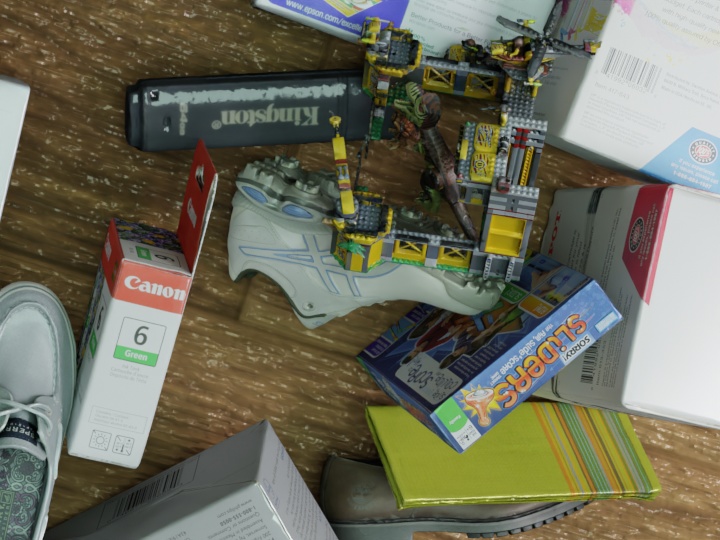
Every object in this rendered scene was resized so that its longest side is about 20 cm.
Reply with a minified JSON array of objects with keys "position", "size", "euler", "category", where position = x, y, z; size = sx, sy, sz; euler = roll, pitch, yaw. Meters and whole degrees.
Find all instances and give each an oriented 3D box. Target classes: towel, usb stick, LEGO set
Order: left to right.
[{"position":[-0.056,-0.107,1.602],"size":[0.200,0.033,0.055],"euler":[-3,128,-12],"category":"usb stick"},{"position":[0.056,-0.092,1.503],"size":[0.154,0.116,0.200],"euler":[16,59,5],"category":"LEGO set"},{"position":[0.104,0.125,1.635],"size":[0.200,0.086,0.018],"euler":[0,135,-25],"category":"towel"}]

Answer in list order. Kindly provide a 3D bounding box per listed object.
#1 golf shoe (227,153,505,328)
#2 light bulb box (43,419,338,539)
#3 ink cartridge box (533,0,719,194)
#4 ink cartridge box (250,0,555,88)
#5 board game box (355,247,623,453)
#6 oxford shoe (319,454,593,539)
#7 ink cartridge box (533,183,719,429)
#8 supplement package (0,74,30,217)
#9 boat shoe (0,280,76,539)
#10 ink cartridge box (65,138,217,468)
[{"position":[0.000,0.000,1.587],"size":[0.200,0.078,0.097],"euler":[25,109,24],"category":"golf shoe"},{"position":[-0.099,0.240,1.573],"size":[0.198,0.125,0.200],"euler":[-27,103,10],"category":"light bulb box"},{"position":[0.207,-0.162,1.611],"size":[0.129,0.125,0.200],"euler":[22,91,-15],"category":"ink cartridge box"},{"position":[0.050,-0.238,1.607],"size":[0.198,0.043,0.200],"euler":[19,95,-14],"category":"ink cartridge box"},{"position":[0.079,0.044,1.571],"size":[0.135,0.200,0.034],"euler":[-39,105,-4],"category":"board game box"},{"position":[0.070,0.142,1.650],"size":[0.200,0.073,0.084],"euler":[-4,91,-14],"category":"oxford shoe"},{"position":[0.184,0.023,1.586],"size":[0.084,0.200,0.145],"euler":[14,87,-16],"category":"ink cartridge box"},{"position":[-0.288,-0.036,1.525],"size":[0.114,0.110,0.200],"euler":[12,95,-13],"category":"supplement package"},{"position":[-0.214,0.107,1.508],"size":[0.070,0.072,0.201],"euler":[8,89,-16],"category":"boat shoe"},{"position":[-0.144,0.015,1.551],"size":[0.050,0.109,0.200],"euler":[13,103,-13],"category":"ink cartridge box"}]
